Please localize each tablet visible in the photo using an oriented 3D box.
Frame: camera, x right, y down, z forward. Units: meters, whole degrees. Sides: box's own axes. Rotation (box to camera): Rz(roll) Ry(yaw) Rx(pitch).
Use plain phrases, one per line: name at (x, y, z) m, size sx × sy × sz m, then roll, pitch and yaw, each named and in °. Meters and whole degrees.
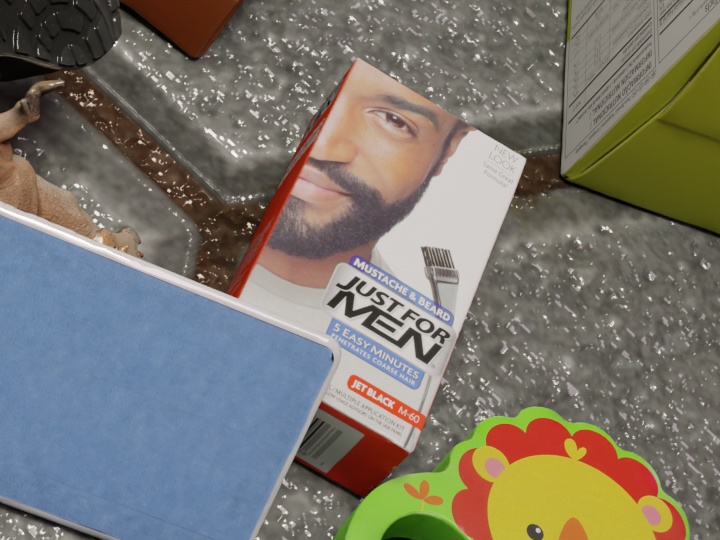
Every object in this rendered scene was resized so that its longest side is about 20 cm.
tablet at (-0.122, 0.053, 0.849) m, size 0.200 × 0.130 × 0.014 m, roll 22°, pitch 12°, yaw -15°

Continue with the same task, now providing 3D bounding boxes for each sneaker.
sneaker at (-0.195, -0.110, 0.844) m, size 0.200 × 0.087 × 0.076 m, roll -24°, pitch 99°, yaw -54°

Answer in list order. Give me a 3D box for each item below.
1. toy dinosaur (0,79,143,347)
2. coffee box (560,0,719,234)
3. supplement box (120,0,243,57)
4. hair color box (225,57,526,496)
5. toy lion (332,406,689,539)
toy dinosaur at (-0.190, -0.009, 0.866) m, size 0.200 × 0.086 × 0.136 m, roll -14°, pitch 101°, yaw -18°
coffee box at (0.251, -0.148, 1.094) m, size 0.199 × 0.200 × 0.198 m, roll 17°, pitch 56°, yaw -18°
supplement box at (-0.060, -0.212, 1.054) m, size 0.067 × 0.069 × 0.200 m, roll 36°, pitch 50°, yaw -7°
hair color box at (0.000, 0.000, 0.965) m, size 0.111 × 0.064 × 0.200 m, roll 30°, pitch 52°, yaw -9°
toy lion at (0.076, 0.150, 0.925) m, size 0.200 × 0.069 × 0.192 m, roll 13°, pitch 51°, yaw -20°
